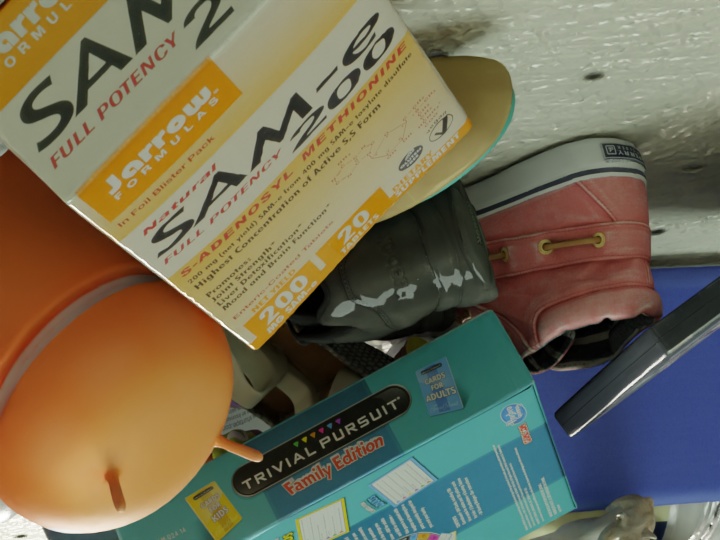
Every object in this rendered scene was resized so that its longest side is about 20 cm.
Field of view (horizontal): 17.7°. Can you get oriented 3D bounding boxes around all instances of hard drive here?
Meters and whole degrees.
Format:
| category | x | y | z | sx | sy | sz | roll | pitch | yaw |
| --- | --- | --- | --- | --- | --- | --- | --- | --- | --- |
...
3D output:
| category | x | y | z | sx | sy | sz | roll | pitch | yaw |
| --- | --- | --- | --- | --- | --- | --- | --- | --- | --- |
| hard drive | 0.161 | 0.064 | 1.284 | 0.199 | 0.133 | 0.025 | -2 | -174 | -17 |

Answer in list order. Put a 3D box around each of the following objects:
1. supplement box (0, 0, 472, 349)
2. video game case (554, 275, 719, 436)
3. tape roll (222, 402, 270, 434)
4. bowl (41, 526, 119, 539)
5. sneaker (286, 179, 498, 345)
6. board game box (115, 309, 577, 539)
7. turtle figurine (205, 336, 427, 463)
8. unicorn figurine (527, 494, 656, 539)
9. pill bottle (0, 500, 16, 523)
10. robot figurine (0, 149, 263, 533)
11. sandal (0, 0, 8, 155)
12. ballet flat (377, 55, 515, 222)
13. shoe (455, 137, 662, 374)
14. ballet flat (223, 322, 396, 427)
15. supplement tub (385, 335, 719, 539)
| category | x | y | z | sx | sy | sz | roll | pitch | yaw |
| --- | --- | --- | --- | --- | --- | --- | --- | --- | --- |
| supplement box | -0.046 | -0.059 | 0.818 | 0.126 | 0.074 | 0.200 | -46 | 158 | 0 |
| video game case | 0.193 | 0.003 | 1.134 | 0.200 | 0.019 | 0.143 | -35 | 172 | -22 |
| tape roll | -0.115 | 0.063 | 1.263 | 0.199 | 0.066 | 0.200 | -8 | 161 | -3 |
| bowl | -0.099 | 0.193 | 1.301 | 0.105 | 0.201 | 0.201 | -25 | 164 | -8 |
| sneaker | 0.000 | 0.000 | 1.053 | 0.090 | 0.076 | 0.200 | -20 | 174 | -8 |
| board game box | -0.003 | 0.114 | 1.106 | 0.199 | 0.047 | 0.151 | -28 | 149 | -2 |
| turtle figurine | 0.009 | 0.109 | 1.236 | 0.200 | 0.065 | 0.161 | 34 | 119 | -28 |
| unicorn figurine | 0.134 | 0.172 | 1.285 | 0.137 | 0.074 | 0.200 | -36 | 155 | 25 |
| pill bottle | -0.205 | 0.053 | 1.051 | 0.199 | 0.113 | 0.113 | 9 | 160 | -6 |
| robot figurine | -0.133 | 0.027 | 0.934 | 0.117 | 0.200 | 0.144 | -46 | 152 | -9 |
| sandal | -0.148 | -0.077 | 0.836 | 0.202 | 0.050 | 0.082 | -38 | 145 | 20 |
| ballet flat | -0.027 | -0.046 | 0.974 | 0.200 | 0.069 | 0.063 | -24 | 141 | 37 |
| shoe | 0.064 | 0.011 | 1.139 | 0.071 | 0.091 | 0.200 | 9 | 155 | -42 |
| ballet flat | -0.037 | 0.054 | 1.118 | 0.200 | 0.072 | 0.072 | 35 | 145 | -18 |
| supplement tub | 0.115 | 0.107 | 1.364 | 0.199 | 0.146 | 0.145 | -2 | 161 | -16 |
